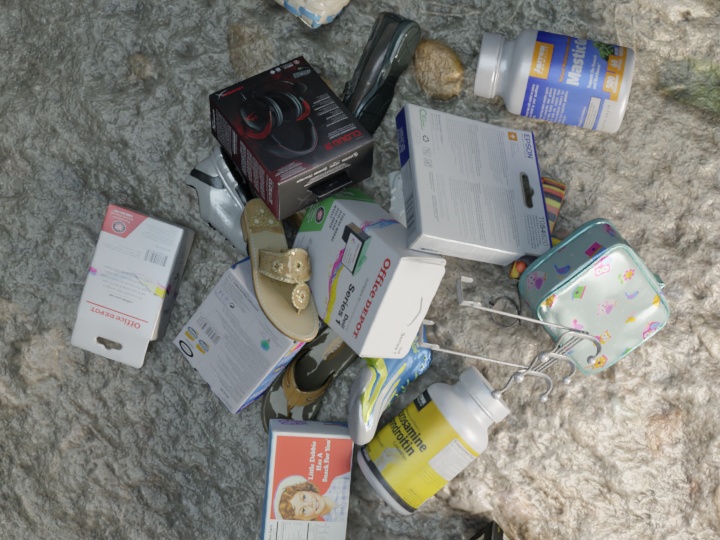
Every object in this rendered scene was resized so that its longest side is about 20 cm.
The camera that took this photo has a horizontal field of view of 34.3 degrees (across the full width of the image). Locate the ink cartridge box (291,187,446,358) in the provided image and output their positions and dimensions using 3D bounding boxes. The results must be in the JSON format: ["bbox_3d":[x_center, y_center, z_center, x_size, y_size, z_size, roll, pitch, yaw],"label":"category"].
[{"bbox_3d":[0.000,0.000,1.511,0.200,0.083,0.146,42,116,42],"label":"ink cartridge box"}]

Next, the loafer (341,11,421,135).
[{"bbox_3d":[0.012,-0.255,1.585,0.063,0.072,0.202,32,97,26],"label":"loafer"}]

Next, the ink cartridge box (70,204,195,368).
[{"bbox_3d":[-0.317,0.022,1.621,0.115,0.067,0.203,18,91,6],"label":"ink cartridge box"}]

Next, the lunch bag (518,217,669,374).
[{"bbox_3d":[0.305,0.034,1.499,0.160,0.200,0.077,-39,43,6],"label":"lunch bag"}]

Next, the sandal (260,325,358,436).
[{"bbox_3d":[-0.069,0.148,1.602,0.080,0.054,0.201,40,95,4],"label":"sandal"}]

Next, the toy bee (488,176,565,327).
[{"bbox_3d":[0.233,-0.024,1.539,0.129,0.109,0.204,-2,91,4],"label":"toy bee"}]

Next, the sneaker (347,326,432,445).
[{"bbox_3d":[0.045,0.140,1.557,0.103,0.076,0.203,13,70,-10],"label":"sneaker"}]

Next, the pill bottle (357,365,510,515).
[{"bbox_3d":[0.100,0.223,1.555,0.200,0.112,0.112,-42,87,5],"label":"pill bottle"}]

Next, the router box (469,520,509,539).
[{"bbox_3d":[0.198,0.418,1.504,0.051,0.200,0.150,-39,87,7],"label":"router box"}]

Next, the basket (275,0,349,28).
[{"bbox_3d":[-0.056,-0.442,1.536,0.175,0.139,0.201,36,125,4],"label":"basket"}]

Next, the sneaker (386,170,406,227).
[{"bbox_3d":[0.066,-0.085,1.580,0.099,0.078,0.201,34,85,11],"label":"sneaker"}]

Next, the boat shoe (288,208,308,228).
[{"bbox_3d":[-0.111,-0.152,1.598,0.069,0.074,0.201,-33,80,-15],"label":"boat shoe"}]

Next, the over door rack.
[{"bbox_3d":[0.178,0.099,1.451,0.198,0.148,0.067,23,58,-9],"label":"over door rack"}]

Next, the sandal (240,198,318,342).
[{"bbox_3d":[-0.100,-0.016,1.494,0.077,0.070,0.214,-6,59,-29],"label":"sandal"}]

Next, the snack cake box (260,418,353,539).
[{"bbox_3d":[-0.075,0.309,1.578,0.113,0.067,0.203,5,97,-8],"label":"snack cake box"}]

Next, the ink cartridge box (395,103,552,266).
[{"bbox_3d":[0.145,-0.106,1.501,0.197,0.041,0.202,10,59,-23],"label":"ink cartridge box"}]

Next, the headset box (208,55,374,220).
[{"bbox_3d":[-0.085,-0.167,1.507,0.147,0.076,0.201,-26,59,-21],"label":"headset box"}]

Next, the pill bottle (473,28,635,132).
[{"bbox_3d":[0.251,-0.254,1.530,0.197,0.112,0.114,12,92,5],"label":"pill bottle"}]

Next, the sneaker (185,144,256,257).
[{"bbox_3d":[-0.171,-0.069,1.609,0.079,0.074,0.202,-29,82,17],"label":"sneaker"}]

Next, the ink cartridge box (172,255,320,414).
[{"bbox_3d":[-0.163,0.094,1.568,0.137,0.076,0.200,48,124,10],"label":"ink cartridge box"}]
